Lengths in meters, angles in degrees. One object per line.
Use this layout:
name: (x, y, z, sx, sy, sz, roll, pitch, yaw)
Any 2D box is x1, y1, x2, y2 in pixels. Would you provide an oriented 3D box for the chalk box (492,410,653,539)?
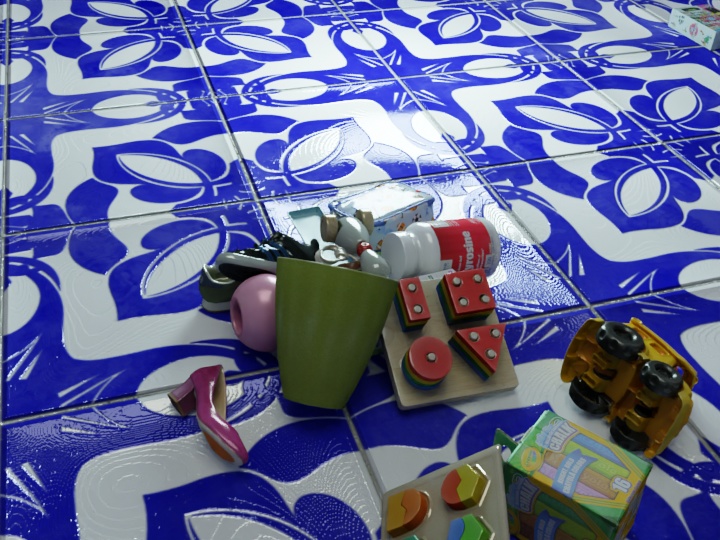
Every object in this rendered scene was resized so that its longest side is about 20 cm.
chalk box: (0.254, 0.281, 1.094, 0.199, 0.125, 0.124, 24, 42, 28)

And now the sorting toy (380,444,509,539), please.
sorting toy: (0.096, 0.313, 1.030, 0.184, 0.037, 0.201, -30, 26, 24)

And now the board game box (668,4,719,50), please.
board game box: (1.070, -0.748, 2.568, 0.146, 0.065, 0.200, -13, 40, -19)

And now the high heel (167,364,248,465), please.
high heel: (-0.196, 0.204, 1.216, 0.096, 0.068, 0.199, -33, 35, -24)

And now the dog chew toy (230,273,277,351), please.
dog chew toy: (-0.109, 0.063, 1.371, 0.198, 0.125, 0.125, -6, 37, -26)

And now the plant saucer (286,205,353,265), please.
plant saucer: (-0.077, -0.059, 1.580, 0.069, 0.019, 0.200, -12, 40, -18)

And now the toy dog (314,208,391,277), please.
toy dog: (-0.010, -0.025, 1.438, 0.130, 0.097, 0.201, 4, 35, -1)

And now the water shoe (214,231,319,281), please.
water shoe: (-0.154, -0.024, 1.401, 0.199, 0.071, 0.080, 7, 66, -35)

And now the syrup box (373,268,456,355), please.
syrup box: (0.085, 0.069, 1.402, 0.198, 0.079, 0.082, -12, 39, -19)

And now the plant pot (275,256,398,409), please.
plant pot: (-0.052, 0.097, 1.246, 0.185, 0.202, 0.187, 11, -2, 0)

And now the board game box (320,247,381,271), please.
board game box: (0.000, 0.000, 1.536, 0.198, 0.024, 0.105, 4, 35, 3)

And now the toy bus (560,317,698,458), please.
toy bus: (0.437, 0.167, 1.272, 0.191, 0.137, 0.200, -4, 36, -36)

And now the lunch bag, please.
lunch bag: (0.036, -0.112, 1.636, 0.199, 0.076, 0.160, -20, 34, -33)

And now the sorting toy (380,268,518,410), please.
sorting toy: (0.136, 0.096, 1.301, 0.198, 0.070, 0.200, -7, 65, -18)

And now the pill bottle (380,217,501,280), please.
pill bottle: (0.142, -0.033, 1.489, 0.198, 0.113, 0.112, -7, 36, -28)

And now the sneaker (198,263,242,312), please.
sneaker: (-0.182, 0.008, 1.443, 0.198, 0.090, 0.067, -13, 38, -9)
